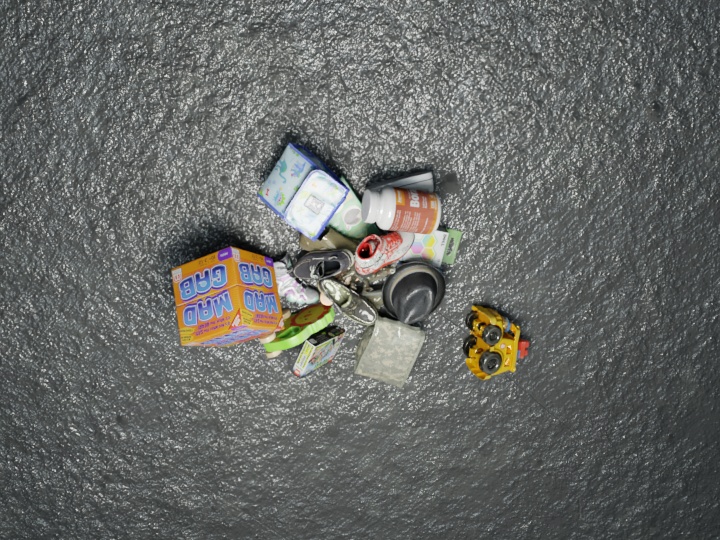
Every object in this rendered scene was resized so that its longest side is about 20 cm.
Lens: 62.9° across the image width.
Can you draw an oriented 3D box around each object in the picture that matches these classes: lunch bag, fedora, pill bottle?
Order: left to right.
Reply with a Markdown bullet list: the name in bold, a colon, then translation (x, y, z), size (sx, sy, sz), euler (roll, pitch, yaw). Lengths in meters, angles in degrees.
- **lunch bag**: translation (-0.145, -0.205, 1.544), size (0.199, 0.127, 0.171), euler (41, 107, 10)
- **lunch bag**: translation (0.085, 0.223, 1.740), size (0.160, 0.119, 0.203), euler (18, 123, -11)
- **pill bottle**: translation (0.106, -0.160, 1.552), size (0.195, 0.112, 0.115), euler (5, 111, -17)
- **fedora**: translation (0.150, 0.079, 1.637), size (0.195, 0.092, 0.205), euler (1, 120, 2)

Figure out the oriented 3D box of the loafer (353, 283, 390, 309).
- **loafer**: translation (0.033, 0.085, 1.720), size (0.194, 0.075, 0.071), euler (-6, 107, -2)

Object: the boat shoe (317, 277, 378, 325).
- **boat shoe**: translation (-0.037, 0.087, 1.629), size (0.199, 0.066, 0.072), euler (38, 93, -4)

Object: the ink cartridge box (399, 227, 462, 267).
- **ink cartridge box**: translation (0.192, -0.073, 1.680), size (0.195, 0.059, 0.106), euler (11, 108, -8)

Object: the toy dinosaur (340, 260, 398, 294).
- **toy dinosaur**: translation (0.000, 0.000, 1.635), size (0.195, 0.077, 0.105), euler (14, 73, 6)

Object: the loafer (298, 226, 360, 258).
- **loafer**: translation (-0.079, -0.076, 1.609), size (0.195, 0.077, 0.069), euler (12, 131, 9)

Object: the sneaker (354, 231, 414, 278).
- **sneaker**: translation (0.067, -0.066, 1.557), size (0.200, 0.109, 0.067), euler (-36, 67, -14)

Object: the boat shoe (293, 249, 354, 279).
- **boat shoe**: translation (-0.112, -0.011, 1.579), size (0.196, 0.063, 0.074), euler (-12, 105, 32)

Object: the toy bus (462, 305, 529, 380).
- **toy bus**: translation (0.420, 0.209, 1.772), size (0.187, 0.136, 0.205), euler (-5, 109, -16)

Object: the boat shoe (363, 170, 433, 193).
- **boat shoe**: translation (0.107, -0.220, 1.619), size (0.195, 0.072, 0.067), euler (-15, 107, -7)

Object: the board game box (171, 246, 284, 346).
- **board game box**: translation (-0.348, 0.077, 1.559), size (0.196, 0.199, 0.205), euler (-18, 75, 21)

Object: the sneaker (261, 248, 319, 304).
- **sneaker**: translation (-0.199, 0.008, 1.673), size (0.195, 0.078, 0.143), euler (15, 109, -10)

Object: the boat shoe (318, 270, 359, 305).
- **boat shoe**: translation (-0.044, 0.018, 1.692), size (0.199, 0.070, 0.071), euler (-41, 93, 0)

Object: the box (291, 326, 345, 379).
- **box**: translation (-0.118, 0.234, 1.704), size (0.034, 0.199, 0.112), euler (31, 108, 17)

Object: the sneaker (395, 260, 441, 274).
- **sneaker**: translation (0.172, 0.012, 1.714), size (0.105, 0.076, 0.200), euler (-46, 110, -4)

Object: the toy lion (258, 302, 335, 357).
- **toy lion**: translation (-0.168, 0.156, 1.673), size (0.187, 0.201, 0.070), euler (-14, 111, 22)

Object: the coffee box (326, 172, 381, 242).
- **coffee box**: translation (-0.042, -0.154, 1.642), size (0.122, 0.044, 0.201), euler (-34, 109, 11)
